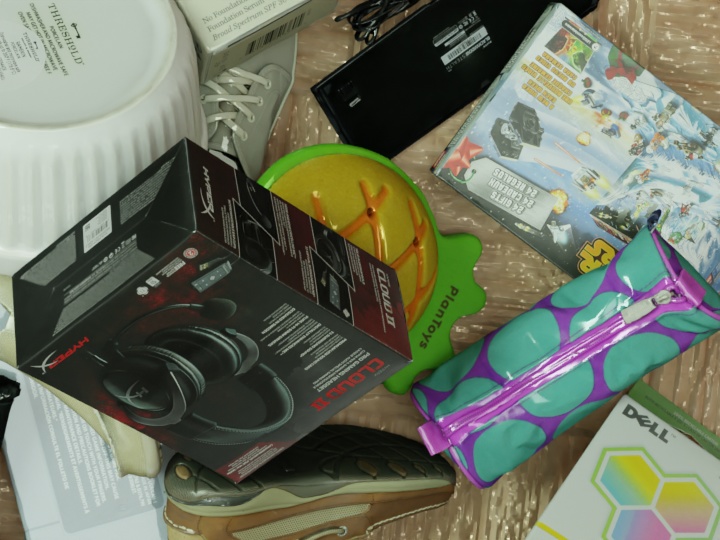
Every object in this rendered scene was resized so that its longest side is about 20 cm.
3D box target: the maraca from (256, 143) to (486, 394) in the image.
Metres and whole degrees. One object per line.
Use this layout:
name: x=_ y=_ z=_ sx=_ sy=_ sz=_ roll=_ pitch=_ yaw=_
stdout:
maraca: x=0.000 y=0.000 z=1.488 sx=0.199 sy=0.107 sz=0.138 roll=30 pitch=90 yaw=-35

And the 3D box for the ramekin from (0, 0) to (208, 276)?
ramekin: x=-0.187 y=-0.104 z=1.395 sx=0.198 sy=0.105 sz=0.201 roll=4 pitch=51 yaw=-4

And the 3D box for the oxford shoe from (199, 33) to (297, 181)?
oxford shoe: x=-0.083 y=-0.105 z=1.490 sx=0.075 sy=0.058 sz=0.202 roll=16 pitch=87 yaw=-7

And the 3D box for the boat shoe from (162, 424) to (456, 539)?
boat shoe: x=-0.036 y=0.147 z=1.492 sx=0.199 sy=0.076 sz=0.074 roll=-2 pitch=115 yaw=-28

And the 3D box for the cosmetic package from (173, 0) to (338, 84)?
cosmetic package: x=-0.103 y=-0.230 z=1.451 sx=0.105 sy=0.071 sz=0.201 roll=-31 pitch=84 yaw=-13

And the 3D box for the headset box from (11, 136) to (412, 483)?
headset box: x=-0.078 y=0.032 z=1.365 sx=0.148 sy=0.078 sz=0.200 roll=-35 pitch=133 yaw=26

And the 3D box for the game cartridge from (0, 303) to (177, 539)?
game cartridge: x=-0.165 y=0.089 z=1.493 sx=0.132 sy=0.040 sz=0.202 roll=-14 pitch=94 yaw=-6

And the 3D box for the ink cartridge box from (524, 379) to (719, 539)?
ink cartridge box: x=0.179 y=0.151 z=1.486 sx=0.104 sy=0.059 sz=0.200 roll=35 pitch=56 yaw=7

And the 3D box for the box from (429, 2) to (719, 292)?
box: x=0.164 y=-0.060 z=1.535 sx=0.200 sy=0.040 sz=0.137 roll=37 pitch=92 yaw=-9

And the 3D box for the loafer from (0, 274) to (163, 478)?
loafer: x=-0.186 y=0.045 z=1.438 sx=0.068 sy=0.076 sz=0.201 roll=-30 pitch=87 yaw=-6

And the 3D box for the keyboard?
keyboard: x=0.054 y=-0.161 z=1.531 sx=0.199 sy=0.040 sz=0.104 roll=-36 pitch=120 yaw=-8

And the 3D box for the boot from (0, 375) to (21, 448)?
boot: x=-0.236 y=0.143 z=1.440 sx=0.197 sy=0.073 sz=0.164 roll=12 pitch=99 yaw=12

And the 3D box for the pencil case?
pencil case: x=0.130 y=0.053 z=1.488 sx=0.199 sy=0.092 sz=0.085 roll=-35 pitch=85 yaw=12
